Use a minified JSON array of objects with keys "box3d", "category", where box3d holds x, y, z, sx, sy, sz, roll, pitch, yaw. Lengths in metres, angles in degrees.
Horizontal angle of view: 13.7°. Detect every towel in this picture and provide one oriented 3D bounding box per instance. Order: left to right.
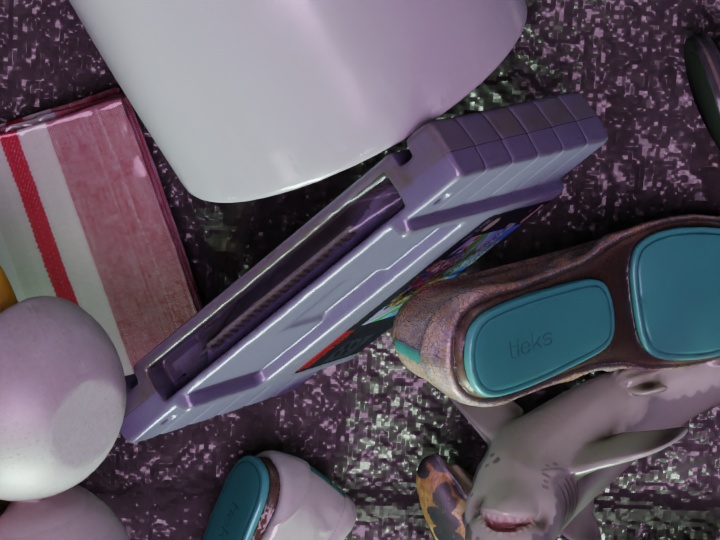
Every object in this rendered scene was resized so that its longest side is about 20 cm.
[{"box3d":[-0.173,0.013,1.288,0.200,0.023,0.144,-16,113,4],"category":"towel"}]

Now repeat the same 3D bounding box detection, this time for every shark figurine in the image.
[{"box3d":[0.123,0.083,1.311,0.214,0.128,0.090,-20,126,-19],"category":"shark figurine"}]

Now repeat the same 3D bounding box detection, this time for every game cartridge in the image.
[{"box3d":[0.000,0.000,1.213,0.200,0.130,0.038,-39,73,31],"category":"game cartridge"}]

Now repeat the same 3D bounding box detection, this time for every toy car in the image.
[{"box3d":[-0.192,0.086,1.198,0.175,0.150,0.200,18,121,35],"category":"toy car"}]

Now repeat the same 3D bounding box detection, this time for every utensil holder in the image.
[{"box3d":[-0.046,-0.151,1.156,0.170,0.170,0.200,-27,111,7],"category":"utensil holder"}]

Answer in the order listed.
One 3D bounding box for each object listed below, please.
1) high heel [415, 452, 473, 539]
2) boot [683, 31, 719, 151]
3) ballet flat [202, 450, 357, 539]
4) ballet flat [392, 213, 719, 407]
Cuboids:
[{"box3d":[0.026,0.183,1.334,0.143,0.071,0.200,-27,119,0],"category":"high heel"},{"box3d":[0.248,-0.066,1.264,0.174,0.069,0.200,-35,119,9],"category":"boot"},{"box3d":[-0.062,0.172,1.336,0.069,0.069,0.200,26,106,-12],"category":"ballet flat"},{"box3d":[0.096,0.012,1.270,0.200,0.067,0.068,-8,100,-37],"category":"ballet flat"}]
